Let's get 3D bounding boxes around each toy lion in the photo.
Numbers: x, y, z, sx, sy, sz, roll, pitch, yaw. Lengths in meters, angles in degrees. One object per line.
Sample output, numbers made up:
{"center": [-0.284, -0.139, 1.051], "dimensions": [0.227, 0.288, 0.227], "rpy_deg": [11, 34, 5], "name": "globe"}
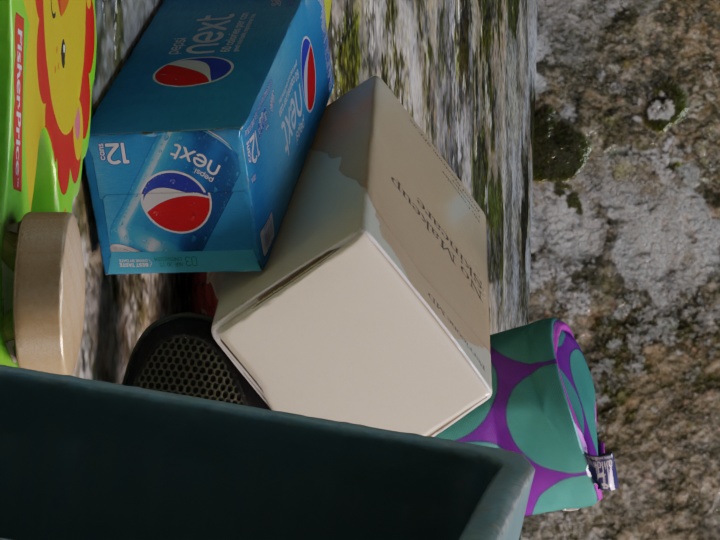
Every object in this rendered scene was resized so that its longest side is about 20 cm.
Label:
{"center": [-0.109, -0.066, 0.741], "dimensions": [0.192, 0.069, 0.200], "rpy_deg": [72, 18, -87], "name": "toy lion"}

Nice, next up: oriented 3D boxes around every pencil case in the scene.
{"center": [0.012, 0.092, 1.051], "dimensions": [0.085, 0.200, 0.093], "rpy_deg": [-94, 165, -68], "name": "pencil case"}

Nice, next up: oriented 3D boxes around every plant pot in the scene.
{"center": [-0.076, 0.137, 0.531], "dimensions": [0.196, 0.195, 0.200], "rpy_deg": [-31, 129, -80], "name": "plant pot"}

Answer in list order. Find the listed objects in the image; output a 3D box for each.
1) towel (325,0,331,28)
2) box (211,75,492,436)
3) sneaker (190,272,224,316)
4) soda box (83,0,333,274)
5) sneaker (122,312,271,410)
{"center": [-0.031, -0.125, 1.380], "dimensions": [0.086, 0.018, 0.200], "rpy_deg": [76, 16, -61], "name": "towel"}
{"center": [0.000, 0.000, 1.009], "dimensions": [0.095, 0.078, 0.200], "rpy_deg": [52, 15, -18], "name": "box"}
{"center": [-0.034, 0.006, 1.141], "dimensions": [0.200, 0.082, 0.078], "rpy_deg": [-60, 150, -71], "name": "sneaker"}
{"center": [-0.060, -0.069, 1.006], "dimensions": [0.200, 0.068, 0.064], "rpy_deg": [-73, 158, -63], "name": "soda box"}
{"center": [-0.071, 0.114, 0.917], "dimensions": [0.114, 0.076, 0.200], "rpy_deg": [73, 23, -83], "name": "sneaker"}
